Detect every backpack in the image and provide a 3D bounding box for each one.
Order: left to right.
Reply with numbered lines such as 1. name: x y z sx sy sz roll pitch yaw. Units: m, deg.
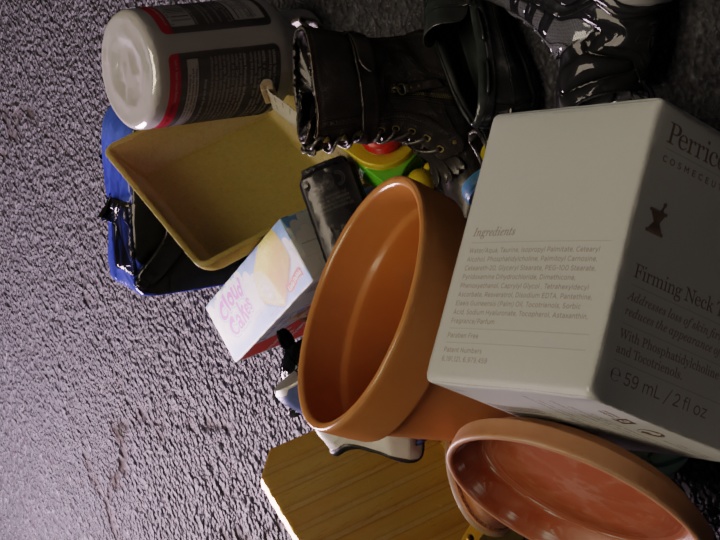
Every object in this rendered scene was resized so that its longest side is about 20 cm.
1. backpack: -0.197 -0.092 1.705 0.168 0.162 0.201 21 118 55

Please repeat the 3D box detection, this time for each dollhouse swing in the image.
1. dollhouse swing: 0.035 0.159 1.434 0.200 0.175 0.182 55 140 31

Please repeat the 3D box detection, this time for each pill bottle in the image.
1. pill bottle: -0.132 -0.197 1.542 0.111 0.199 0.111 21 117 51

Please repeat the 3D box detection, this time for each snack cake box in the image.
1. snack cake box: -0.053 0.005 1.552 0.067 0.115 0.200 60 145 11

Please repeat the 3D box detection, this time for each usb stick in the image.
1. usb stick: 0.000 0.000 1.435 0.033 0.055 0.201 13 -123 -79

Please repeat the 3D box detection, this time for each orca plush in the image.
1. orca plush: -0.040 0.068 1.509 0.071 0.200 0.105 44 114 7

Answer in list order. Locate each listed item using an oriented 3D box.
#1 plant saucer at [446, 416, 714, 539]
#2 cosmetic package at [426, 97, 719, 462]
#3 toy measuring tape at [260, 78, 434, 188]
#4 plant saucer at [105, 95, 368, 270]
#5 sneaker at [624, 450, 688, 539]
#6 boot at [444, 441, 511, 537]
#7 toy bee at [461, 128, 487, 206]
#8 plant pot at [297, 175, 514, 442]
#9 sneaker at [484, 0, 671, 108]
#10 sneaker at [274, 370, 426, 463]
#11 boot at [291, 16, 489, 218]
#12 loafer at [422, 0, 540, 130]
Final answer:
1. plant saucer: 0.158 0.161 1.177 0.199 0.032 0.201 23 155 12
2. cosmetic package: 0.176 0.009 1.123 0.166 0.167 0.201 0 72 54
3. toy measuring tape: -0.002 -0.130 1.476 0.200 0.073 0.074 38 131 28
4. plant saucer: -0.113 -0.089 1.573 0.200 0.199 0.049 47 156 37
5. sneaker: 0.230 0.153 1.235 0.200 0.073 0.119 144 115 -63
6. boot: 0.144 0.100 1.292 0.155 0.076 0.201 -39 27 51
7. toy bee: 0.143 -0.056 1.296 0.200 0.108 0.131 139 109 -80
8. plant pot: 0.057 0.045 1.246 0.200 0.139 0.201 -51 28 41
9. sneaker: 0.150 -0.179 1.248 0.200 0.075 0.114 19 112 49
10. sneaker: 0.040 0.094 1.376 0.115 0.199 0.081 59 -179 -9
11. boot: 0.022 -0.116 1.366 0.069 0.173 0.201 -14 88 56
12. loafer: 0.082 -0.207 1.344 0.068 0.070 0.201 -39 68 52
